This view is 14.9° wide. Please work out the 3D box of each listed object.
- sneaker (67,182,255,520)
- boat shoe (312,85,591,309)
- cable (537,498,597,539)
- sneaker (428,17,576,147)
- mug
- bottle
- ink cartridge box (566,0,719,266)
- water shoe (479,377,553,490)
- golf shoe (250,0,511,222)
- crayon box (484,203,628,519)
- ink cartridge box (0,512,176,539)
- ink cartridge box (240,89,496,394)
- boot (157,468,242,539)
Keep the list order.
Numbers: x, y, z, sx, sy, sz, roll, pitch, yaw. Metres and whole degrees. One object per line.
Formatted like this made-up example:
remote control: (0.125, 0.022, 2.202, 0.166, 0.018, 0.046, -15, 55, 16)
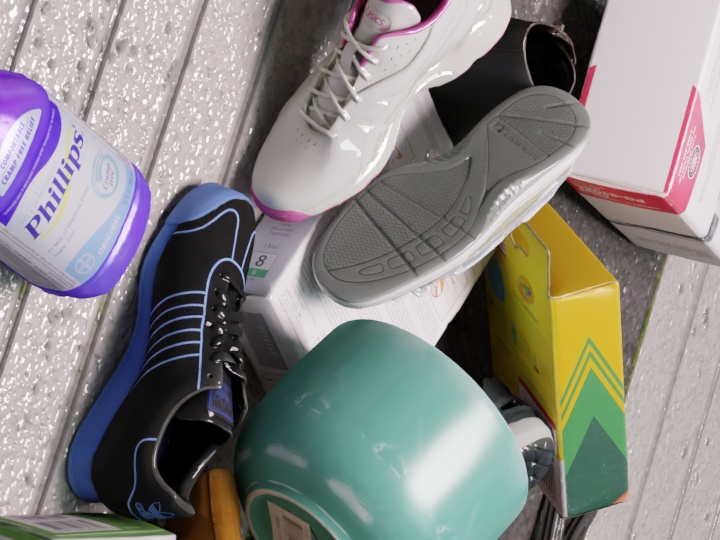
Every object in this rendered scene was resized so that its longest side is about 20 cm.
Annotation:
sneaker: (-0.091, 0.047, 1.542, 0.070, 0.078, 0.201, 39, 67, -52)
boat shoe: (0.056, -0.034, 1.640, 0.202, 0.074, 0.065, -38, 154, -24)
cable: (0.122, 0.224, 1.946, 0.097, 0.050, 0.201, 21, 69, -38)
sneaker: (0.104, -0.104, 1.754, 0.200, 0.106, 0.075, 36, 69, -53)
mug: (0.012, 0.134, 1.566, 0.114, 0.152, 0.185, -43, 100, -30)
bottle: (-0.184, -0.058, 1.391, 0.200, 0.065, 0.084, 43, 65, -51)
ink cartridge box: (0.219, -0.100, 1.910, 0.200, 0.084, 0.146, 35, 70, -65)
water shoe: (0.025, 0.131, 1.745, 0.199, 0.079, 0.072, -17, 137, -26)
golf shoe: (0.001, -0.118, 1.599, 0.200, 0.075, 0.092, -49, 151, -8)
crayon box: (0.126, 0.043, 1.795, 0.051, 0.127, 0.201, -14, 121, -13)
ink cartridge box: (-0.169, 0.236, 1.498, 0.104, 0.059, 0.201, 5, 95, -55)
ink cartridge box: (0.000, 0.000, 1.693, 0.200, 0.050, 0.161, -59, 140, -34)
boot: (-0.098, 0.215, 1.578, 0.070, 0.201, 0.145, 7, 52, -19)
